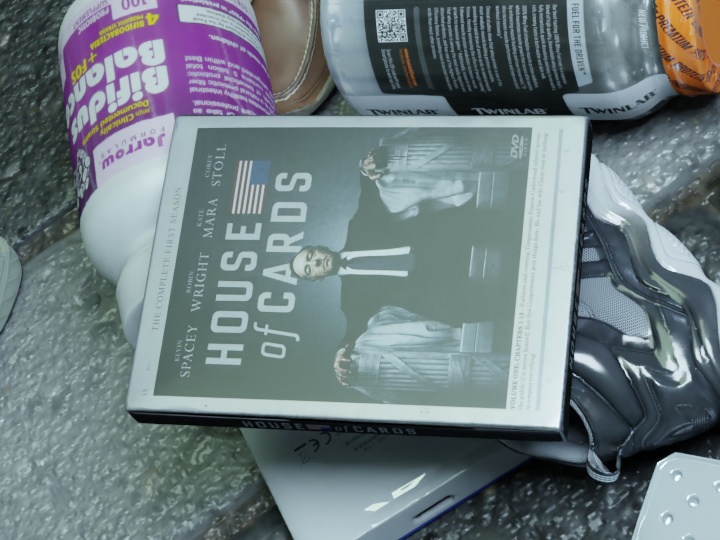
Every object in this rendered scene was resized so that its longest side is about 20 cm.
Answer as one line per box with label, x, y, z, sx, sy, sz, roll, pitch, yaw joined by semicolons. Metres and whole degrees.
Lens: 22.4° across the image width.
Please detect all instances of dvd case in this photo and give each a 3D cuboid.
dvd case;0.000;0.000;0.822;0.200;0.025;0.151;1;68;15

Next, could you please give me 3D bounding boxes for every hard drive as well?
hard drive;-0.005;0.046;0.930;0.132;0.025;0.200;-32;51;2

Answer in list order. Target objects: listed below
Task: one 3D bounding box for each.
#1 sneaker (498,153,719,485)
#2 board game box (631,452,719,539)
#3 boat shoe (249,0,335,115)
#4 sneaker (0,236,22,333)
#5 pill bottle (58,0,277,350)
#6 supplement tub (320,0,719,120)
sneaker;0.091;0.015;0.857;0.114;0.076;0.200;-28;52;-18
board game box;0.191;0.184;0.745;0.200;0.026;0.200;8;63;30
boat shoe;-0.051;-0.175;1.069;0.076;0.072;0.200;-12;54;18
sneaker;-0.254;0.048;1.007;0.077;0.086;0.200;-9;55;21
pill bottle;-0.094;-0.055;0.948;0.112;0.112;0.200;-21;55;11
supplement tub;0.090;-0.139;0.947;0.200;0.123;0.123;3;60;27
